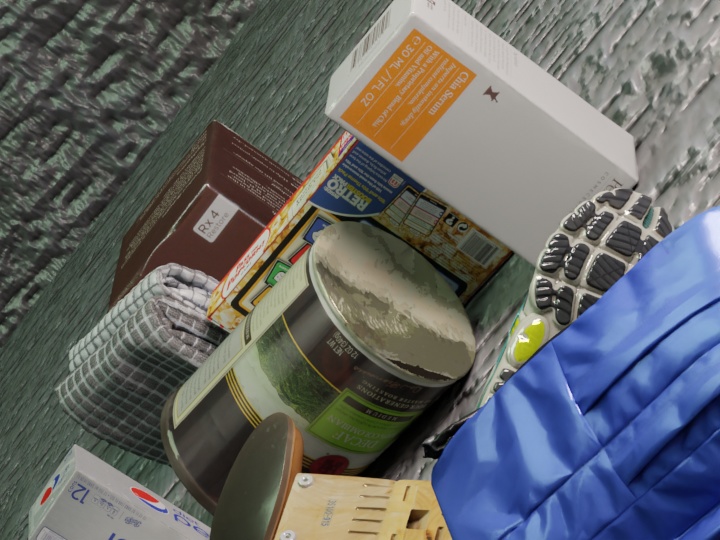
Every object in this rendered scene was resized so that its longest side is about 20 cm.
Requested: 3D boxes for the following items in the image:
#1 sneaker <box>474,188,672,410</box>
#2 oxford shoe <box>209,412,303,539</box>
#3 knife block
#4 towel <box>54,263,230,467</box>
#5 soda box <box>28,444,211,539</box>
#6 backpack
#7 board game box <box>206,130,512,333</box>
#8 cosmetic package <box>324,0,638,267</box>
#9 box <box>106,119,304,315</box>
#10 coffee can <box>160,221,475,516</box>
[{"bbox_3d":[0.121,0.036,1.321,0.200,0.077,0.080,-58,6,-9],"label":"sneaker"},{"bbox_3d":[-0.060,0.198,1.466,0.071,0.071,0.201,-18,58,50],"label":"oxford shoe"},{"bbox_3d":[0.012,0.210,1.337,0.199,0.176,0.064,1,42,17],"label":"knife block"},{"bbox_3d":[-0.127,0.098,1.740,0.166,0.200,0.086,-42,26,41],"label":"towel"},{"bbox_3d":[-0.137,0.207,1.514,0.064,0.200,0.068,-55,14,5],"label":"soda box"},{"bbox_3d":[0.162,0.087,0.910,0.200,0.162,0.168,-50,44,21],"label":"backpack"},{"bbox_3d":[0.000,0.000,1.633,0.200,0.151,0.046,-48,16,25],"label":"board game box"},{"bbox_3d":[0.085,-0.099,1.475,0.101,0.200,0.071,-49,16,24],"label":"cosmetic package"},{"bbox_3d":[-0.125,-0.010,2.038,0.166,0.164,0.200,-50,15,17],"label":"box"},{"bbox_3d":[-0.033,0.082,1.563,0.200,0.146,0.147,-47,16,30],"label":"coffee can"}]
